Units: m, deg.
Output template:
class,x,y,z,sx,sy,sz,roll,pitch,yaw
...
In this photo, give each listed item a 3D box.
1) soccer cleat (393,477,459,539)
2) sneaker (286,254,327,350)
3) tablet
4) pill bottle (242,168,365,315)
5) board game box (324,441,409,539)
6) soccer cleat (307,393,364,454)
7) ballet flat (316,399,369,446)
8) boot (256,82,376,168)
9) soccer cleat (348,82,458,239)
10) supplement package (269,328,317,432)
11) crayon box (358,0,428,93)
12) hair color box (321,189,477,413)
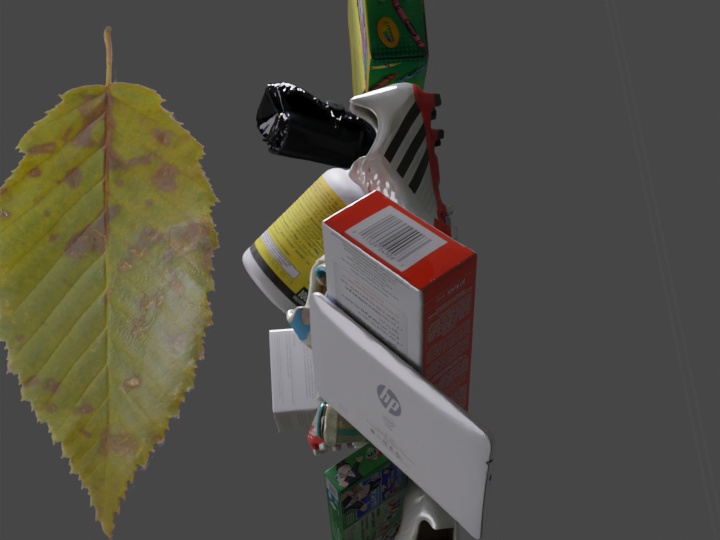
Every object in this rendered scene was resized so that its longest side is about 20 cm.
class,x,y,z,sx,sy,sz,roll,pitch,yaw
soccer cleat,0.066,0.285,0.949,0.078,0.069,0.201,-101,9,-50
sneaker,0.000,0.000,0.997,0.201,0.081,0.076,-57,18,-25
tablet,0.027,0.112,0.736,0.200,0.014,0.131,37,145,34
pill bottle,-0.033,-0.045,1.100,0.112,0.200,0.112,45,-173,-7
board game box,0.030,0.228,0.964,0.029,0.134,0.201,45,154,31
soccer cleat,-0.027,0.168,1.105,0.200,0.068,0.086,64,-163,-81
ballet flat,-0.001,0.129,0.978,0.200,0.062,0.068,-71,-17,-69
boot,-0.026,-0.170,1.011,0.201,0.167,0.077,-101,33,-51
soccer cleat,0.033,-0.063,0.794,0.069,0.084,0.202,94,172,-77
supplement package,-0.023,0.150,1.314,0.120,0.198,0.122,91,175,-67
crayon box,0.027,-0.277,0.933,0.119,0.058,0.202,92,173,-78
hair color box,0.031,0.050,0.748,0.111,0.064,0.201,35,143,35
